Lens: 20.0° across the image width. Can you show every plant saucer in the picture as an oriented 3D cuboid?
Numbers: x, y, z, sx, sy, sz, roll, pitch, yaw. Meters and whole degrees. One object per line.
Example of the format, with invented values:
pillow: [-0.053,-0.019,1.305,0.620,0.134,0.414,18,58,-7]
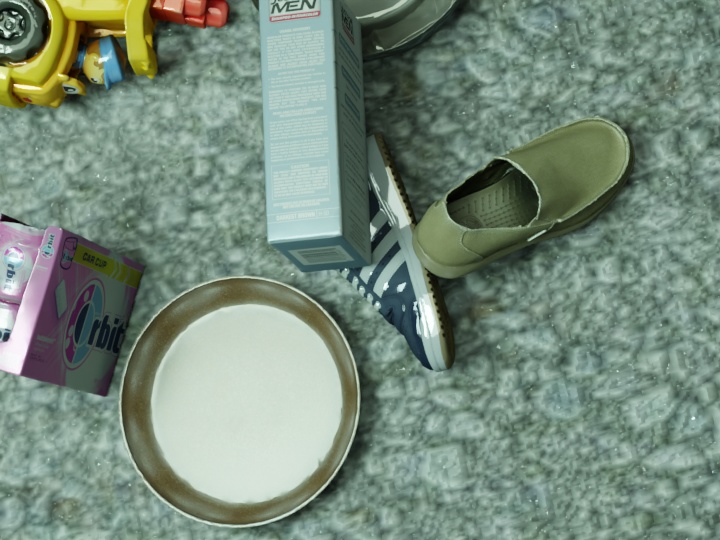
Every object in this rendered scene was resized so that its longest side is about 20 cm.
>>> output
plant saucer: [-0.095,0.105,1.628,0.199,0.032,0.201,-2,80,11]

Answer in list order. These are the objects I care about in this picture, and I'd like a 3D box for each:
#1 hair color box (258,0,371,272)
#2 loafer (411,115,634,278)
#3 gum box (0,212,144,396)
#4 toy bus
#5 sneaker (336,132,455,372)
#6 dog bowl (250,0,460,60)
hair color box: [-0.034,-0.108,1.549,0.060,0.099,0.201,-5,76,12]
loafer: [0.133,-0.060,1.562,0.200,0.067,0.076,-32,78,-18]
gum box: [-0.244,0.028,1.585,0.066,0.200,0.114,15,86,14]
toy bus: [-0.206,-0.217,1.667,0.191,0.136,0.201,15,86,-2]
sneaker: [0.000,0.000,1.604,0.108,0.070,0.201,-20,72,5]
dog bowl: [0.002,-0.263,1.654,0.199,0.059,0.201,-2,81,12]
